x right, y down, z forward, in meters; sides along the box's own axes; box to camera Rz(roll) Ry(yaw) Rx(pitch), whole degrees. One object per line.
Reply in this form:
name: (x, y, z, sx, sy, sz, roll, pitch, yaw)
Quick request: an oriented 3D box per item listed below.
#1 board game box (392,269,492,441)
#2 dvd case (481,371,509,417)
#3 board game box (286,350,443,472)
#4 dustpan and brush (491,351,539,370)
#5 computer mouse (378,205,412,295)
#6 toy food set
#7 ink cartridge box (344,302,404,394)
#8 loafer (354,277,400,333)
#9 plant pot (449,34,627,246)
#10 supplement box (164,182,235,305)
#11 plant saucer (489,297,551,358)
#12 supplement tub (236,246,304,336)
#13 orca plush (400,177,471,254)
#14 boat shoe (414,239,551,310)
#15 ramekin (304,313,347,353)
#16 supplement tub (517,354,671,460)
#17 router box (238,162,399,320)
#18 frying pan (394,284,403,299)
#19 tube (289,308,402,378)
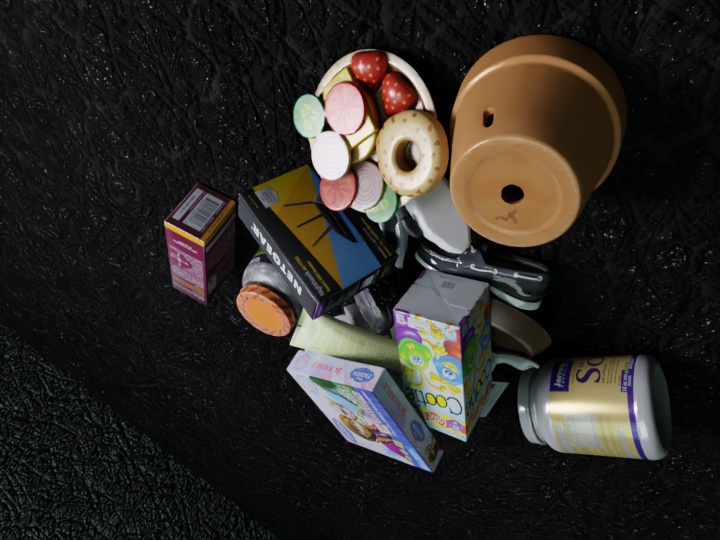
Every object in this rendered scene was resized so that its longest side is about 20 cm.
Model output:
board game box: (0.122, 0.121, 0.771, 0.102, 0.103, 0.206, 12, 128, 32)
dvd case: (0.167, 0.233, 1.030, 0.192, 0.025, 0.153, 5, 141, -5)
board game box: (0.005, 0.215, 0.834, 0.196, 0.041, 0.202, 2, 134, 47)
dustpan and brush: (0.194, 0.141, 0.869, 0.139, 0.058, 0.197, 38, 168, -39)
computer mouse: (0.058, -0.044, 0.807, 0.042, 0.111, 0.205, -12, 123, 9)
toy food set: (0.008, -0.164, 0.672, 0.195, 0.048, 0.205, -27, 90, 36)
ink cartridge box: (0.024, 0.119, 0.917, 0.116, 0.066, 0.207, -155, 51, -76)
loafer: (0.000, 0.000, 0.833, 0.205, 0.066, 0.071, 66, 150, 21)
plant pot: (0.180, -0.125, 0.588, 0.194, 0.142, 0.204, 17, 140, 15)
supplement box: (-0.298, -0.045, 1.017, 0.084, 0.112, 0.202, 25, 142, 5)
plant saucer: (0.197, 0.091, 0.845, 0.195, 0.035, 0.201, 25, 165, 7)
supplement tub: (-0.109, -0.005, 0.862, 0.119, 0.203, 0.125, 18, 142, 15)
orca plush: (0.073, -0.103, 0.743, 0.197, 0.107, 0.071, 35, 174, -10)
boat shoe: (0.175, -0.012, 0.778, 0.194, 0.076, 0.062, 19, 123, 9)
ramekin: (-0.010, 0.176, 1.084, 0.196, 0.096, 0.206, 18, 141, 15)
supplement tub: (0.359, 0.208, 0.833, 0.195, 0.147, 0.147, -10, 128, 39)
router box: (-0.061, -0.050, 0.762, 0.201, 0.147, 0.052, 50, 149, 19)
frying pan: (0.069, 0.078, 0.949, 0.030, 0.120, 0.190, -7, -179, -4)
tube: (-0.006, 0.113, 0.826, 0.194, 0.060, 0.052, 19, 169, -11)
